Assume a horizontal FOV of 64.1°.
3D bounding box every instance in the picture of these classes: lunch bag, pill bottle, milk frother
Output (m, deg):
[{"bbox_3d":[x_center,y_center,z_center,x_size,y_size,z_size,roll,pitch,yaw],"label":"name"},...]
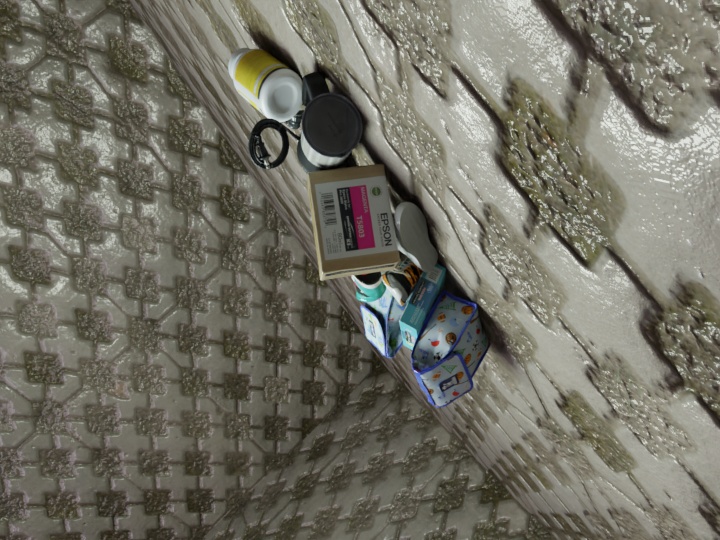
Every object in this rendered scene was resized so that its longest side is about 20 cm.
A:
[{"bbox_3d":[0.078,0.121,1.605,0.123,0.207,0.170,14,-173,-22],"label":"lunch bag"},{"bbox_3d":[-0.216,-0.420,1.274,0.200,0.111,0.113,44,170,37],"label":"pill bottle"},{"bbox_3d":[0.197,0.186,1.281,0.121,0.202,0.172,20,154,38],"label":"lunch bag"},{"bbox_3d":[-0.115,-0.260,1.130,0.183,0.198,0.188,54,170,-2],"label":"milk frother"}]

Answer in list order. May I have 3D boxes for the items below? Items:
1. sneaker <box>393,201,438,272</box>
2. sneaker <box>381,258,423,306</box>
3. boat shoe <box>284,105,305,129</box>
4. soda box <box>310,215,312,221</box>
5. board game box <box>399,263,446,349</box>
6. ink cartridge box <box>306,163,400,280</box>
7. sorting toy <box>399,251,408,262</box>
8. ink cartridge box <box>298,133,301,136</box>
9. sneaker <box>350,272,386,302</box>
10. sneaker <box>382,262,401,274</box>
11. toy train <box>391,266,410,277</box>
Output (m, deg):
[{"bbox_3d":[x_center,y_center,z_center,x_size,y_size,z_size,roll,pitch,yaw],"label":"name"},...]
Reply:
[{"bbox_3d":[0.087,-0.085,1.201,0.115,0.074,0.202,39,167,38],"label":"sneaker"},{"bbox_3d":[0.103,0.014,1.288,0.079,0.076,0.200,54,-161,-6],"label":"sneaker"},{"bbox_3d":[-0.191,-0.384,1.379,0.197,0.073,0.068,32,126,44],"label":"boat shoe"},{"bbox_3d":[-0.051,-0.118,1.477,0.199,0.062,0.070,41,125,41],"label":"soda box"},{"bbox_3d":[0.145,0.089,1.328,0.046,0.154,0.201,24,163,16],"label":"board game box"},{"bbox_3d":[-0.016,-0.097,1.144,0.075,0.158,0.208,119,142,-77],"label":"ink cartridge box"},{"bbox_3d":[0.061,-0.097,1.430,0.185,0.036,0.201,43,172,43],"label":"sorting toy"},{"bbox_3d":[-0.087,-0.266,1.477,0.203,0.039,0.099,57,169,-23],"label":"ink cartridge box"},{"bbox_3d":[0.000,0.000,1.360,0.201,0.082,0.122,52,169,39],"label":"sneaker"},{"bbox_3d":[0.051,-0.038,1.376,0.202,0.070,0.080,52,170,-24],"label":"sneaker"},{"bbox_3d":[0.024,-0.059,1.239,0.193,0.119,0.086,17,146,-3],"label":"toy train"}]
